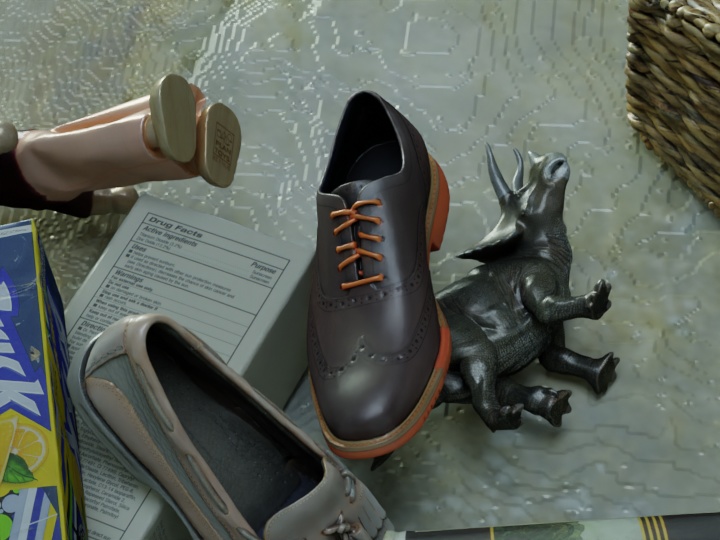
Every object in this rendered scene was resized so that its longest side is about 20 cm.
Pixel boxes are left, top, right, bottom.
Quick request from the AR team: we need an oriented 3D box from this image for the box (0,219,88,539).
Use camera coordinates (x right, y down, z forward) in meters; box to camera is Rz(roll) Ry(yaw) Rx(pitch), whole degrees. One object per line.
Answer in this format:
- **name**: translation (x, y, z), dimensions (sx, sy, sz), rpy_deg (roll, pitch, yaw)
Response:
- **box**: translation (-0.163, 0.076, 1.044), dimensions (0.070, 0.064, 0.200), rpy_deg (-11, 52, -1)

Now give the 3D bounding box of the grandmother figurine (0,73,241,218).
- **grandmother figurine**: translation (-0.159, -0.055, 1.209), dimensions (0.200, 0.121, 0.061), rpy_deg (-8, 59, 30)

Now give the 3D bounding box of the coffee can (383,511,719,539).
- **coffee can**: translation (0.113, 0.175, 0.979), dimensions (0.199, 0.147, 0.147), rpy_deg (-4, 52, 3)

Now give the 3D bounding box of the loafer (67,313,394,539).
- **loafer**: translation (-0.044, 0.096, 1.046), dimensions (0.200, 0.063, 0.072), rpy_deg (42, 55, -9)

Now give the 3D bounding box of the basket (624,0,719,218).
- **basket**: translation (0.246, -0.092, 1.178), dimensions (0.149, 0.143, 0.200), rpy_deg (-28, 55, -15)

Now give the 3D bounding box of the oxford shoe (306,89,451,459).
- **oxford shoe**: translation (0.000, 0.000, 1.107), dimensions (0.071, 0.073, 0.200), rpy_deg (-13, 44, 15)

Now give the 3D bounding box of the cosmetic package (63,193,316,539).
- **cosmetic package**: translation (-0.105, 0.069, 1.129), dimensions (0.103, 0.073, 0.200), rpy_deg (19, 56, 19)

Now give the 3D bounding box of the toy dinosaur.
- **toy dinosaur**: translation (0.061, 0.035, 1.154), dimensions (0.102, 0.077, 0.200), rpy_deg (23, 62, 36)
